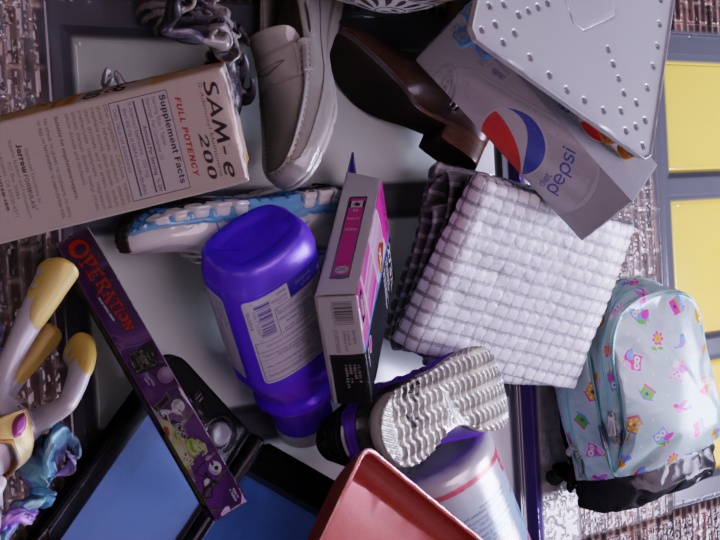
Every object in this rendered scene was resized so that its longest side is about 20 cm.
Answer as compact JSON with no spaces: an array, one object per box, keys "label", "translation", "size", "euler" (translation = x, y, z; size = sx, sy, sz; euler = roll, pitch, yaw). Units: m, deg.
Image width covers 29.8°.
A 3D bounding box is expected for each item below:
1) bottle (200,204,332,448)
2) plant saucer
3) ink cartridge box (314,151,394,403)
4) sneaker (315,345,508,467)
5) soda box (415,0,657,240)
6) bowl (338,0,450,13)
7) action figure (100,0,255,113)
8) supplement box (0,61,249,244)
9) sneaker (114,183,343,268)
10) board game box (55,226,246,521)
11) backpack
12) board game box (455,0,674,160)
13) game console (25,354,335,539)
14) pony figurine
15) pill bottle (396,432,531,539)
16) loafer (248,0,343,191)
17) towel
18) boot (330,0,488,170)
[{"label":"bottle","translation":[-0.058,0.049,0.997],"size":[0.083,0.065,0.201],"euler":[-36,137,-23]},{"label":"plant saucer","translation":[0.005,0.256,0.976],"size":[0.200,0.036,0.201],"euler":[43,66,-40]},{"label":"ink cartridge box","translation":[0.000,0.000,1.020],"size":[0.201,0.037,0.096],"euler":[-81,166,-55]},{"label":"sneaker","translation":[0.036,0.108,1.055],"size":[0.199,0.099,0.070],"euler":[-10,85,-54]},{"label":"soda box","translation":[0.141,-0.126,1.075],"size":[0.200,0.063,0.068],"euler":[47,43,-3]},{"label":"bowl","translation":[0.005,-0.264,1.020],"size":[0.199,0.094,0.203],"euler":[19,54,-28]},{"label":"action figure","translation":[-0.127,-0.159,0.963],"size":[0.201,0.101,0.120],"euler":[91,6,-48]},{"label":"supplement box","translation":[-0.172,-0.074,0.853],"size":[0.197,0.126,0.074],"euler":[-14,101,-3]},{"label":"sneaker","translation":[-0.090,-0.015,1.010],"size":[0.198,0.075,0.088],"euler":[-8,100,-38]},{"label":"board game box","translation":[-0.140,0.072,0.900],"size":[0.032,0.120,0.201],"euler":[-30,89,-16]},{"label":"backpack","translation":[0.253,0.106,1.246],"size":[0.165,0.126,0.203],"euler":[-15,95,-34]},{"label":"board game box","translation":[0.163,-0.212,1.031],"size":[0.199,0.026,0.202],"euler":[28,64,-32]},{"label":"game console","translation":[-0.114,0.191,0.954],"size":[0.201,0.116,0.176],"euler":[-56,129,-25]},{"label":"pony figurine","translation":[-0.249,0.106,0.827],"size":[0.166,0.192,0.202],"euler":[43,46,-33]},{"label":"pill bottle","translation":[0.090,0.237,1.125],"size":[0.108,0.108,0.202],"euler":[-33,110,-34]},{"label":"loafer","translation":[-0.056,-0.156,1.024],"size":[0.069,0.070,0.202],"euler":[24,56,-36]},{"label":"towel","translation":[0.121,0.005,1.146],"size":[0.198,0.086,0.167],"euler":[13,105,-33]},{"label":"boot","translation":[0.067,-0.212,1.147],"size":[0.186,0.064,0.202],"euler":[38,64,-31]}]
